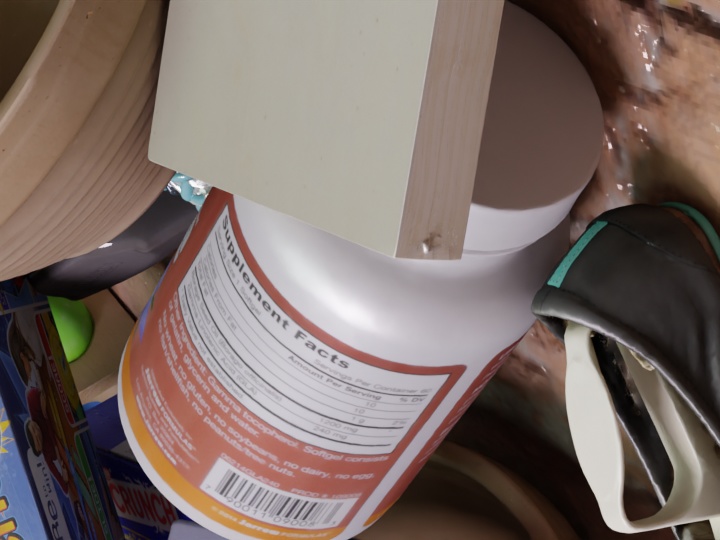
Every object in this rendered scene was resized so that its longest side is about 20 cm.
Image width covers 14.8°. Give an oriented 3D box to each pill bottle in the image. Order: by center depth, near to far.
[{"bbox_3d":[0.000,0.000,0.903,0.112,0.112,0.200,52,142,14],"label":"pill bottle"}]

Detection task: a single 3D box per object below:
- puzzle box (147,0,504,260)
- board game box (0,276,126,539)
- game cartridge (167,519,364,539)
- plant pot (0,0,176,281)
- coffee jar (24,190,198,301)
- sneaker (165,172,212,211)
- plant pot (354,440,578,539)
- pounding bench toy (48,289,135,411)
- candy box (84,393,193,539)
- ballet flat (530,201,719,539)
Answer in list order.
[{"bbox_3d":[-0.003,-0.114,0.786,0.133,0.025,0.201,24,107,52],"label":"puzzle box"},{"bbox_3d":[-0.133,0.080,1.105,0.135,0.034,0.200,-15,-93,-84],"label":"board game box"},{"bbox_3d":[0.002,0.159,0.951,0.200,0.038,0.130,7,82,36],"label":"game cartridge"},{"bbox_3d":[-0.112,-0.068,0.910,0.093,0.201,0.201,31,172,-34],"label":"plant pot"},{"bbox_3d":[-0.132,-0.089,1.093,0.200,0.085,0.104,60,150,-1],"label":"coffee jar"},{"bbox_3d":[-0.076,-0.063,1.018,0.200,0.086,0.078,61,156,-5],"label":"sneaker"},{"bbox_3d":[0.019,0.166,1.022,0.201,0.201,0.093,37,-174,38],"label":"plant pot"},{"bbox_3d":[-0.162,0.080,1.291,0.200,0.124,0.156,48,153,22],"label":"pounding bench toy"},{"bbox_3d":[-0.034,0.150,1.191,0.169,0.077,0.200,15,132,58],"label":"candy box"},{"bbox_3d":[0.108,0.076,0.857,0.200,0.068,0.068,62,154,-8],"label":"ballet flat"}]
